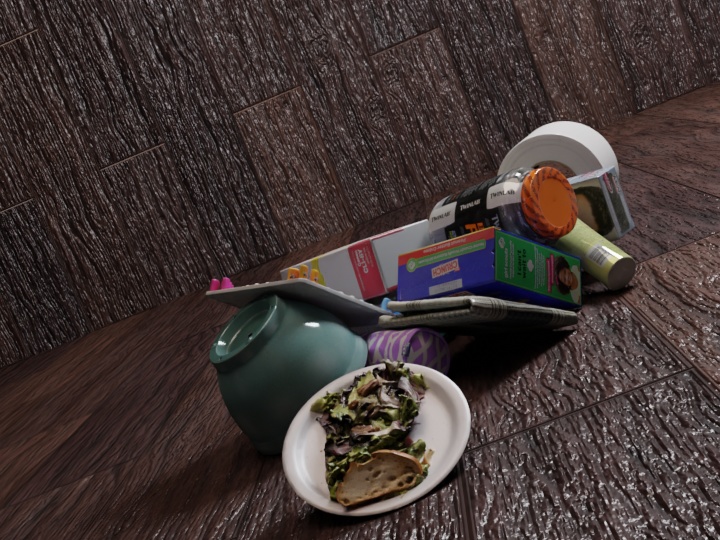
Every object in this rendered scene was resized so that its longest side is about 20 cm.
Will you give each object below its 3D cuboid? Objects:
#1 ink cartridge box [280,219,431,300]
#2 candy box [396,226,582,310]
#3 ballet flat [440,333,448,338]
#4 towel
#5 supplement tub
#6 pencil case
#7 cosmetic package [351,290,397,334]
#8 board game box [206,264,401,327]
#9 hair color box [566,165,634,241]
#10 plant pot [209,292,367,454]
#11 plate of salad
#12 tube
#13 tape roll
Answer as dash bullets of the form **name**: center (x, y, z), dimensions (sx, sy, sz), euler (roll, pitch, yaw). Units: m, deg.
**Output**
- **ink cartridge box**: center (0.000, 0.000, 1.564), dimensions (0.199, 0.084, 0.145), euler (-18, 2, 42)
- **candy box**: center (0.173, 0.013, 1.406), dimensions (0.168, 0.078, 0.199), euler (-15, -19, 42)
- **ballet flat**: center (0.112, 0.063, 1.555), dimensions (0.200, 0.068, 0.067), euler (-51, -7, -29)
- **towel**: center (0.147, 0.058, 1.352), dimensions (0.191, 0.035, 0.199), euler (7, -12, -36)
- **supplement tub**: center (0.200, -0.071, 1.480), dimensions (0.122, 0.123, 0.199), euler (-29, 5, -40)
- **pencil case**: center (0.034, 0.123, 1.385), dimensions (0.083, 0.086, 0.199), euler (17, -15, -31)
- **cosmetic package**: center (0.010, 0.092, 1.608), dimensions (0.199, 0.086, 0.107), euler (-27, 12, -23)
- **board game box**: center (-0.074, 0.041, 1.423), dimensions (0.199, 0.026, 0.199), euler (-8, -22, 44)
- **hair color box**: center (0.307, -0.082, 1.606), dimensions (0.199, 0.100, 0.060), euler (-15, 10, 43)
- **plant pot**: center (-0.108, 0.115, 1.350), dimensions (0.200, 0.134, 0.201), euler (-36, 23, 18)
- **plate of salad**: center (0.012, 0.159, 1.060), dimensions (0.198, 0.048, 0.201), euler (-13, 37, 10)
- **tube**: center (0.306, -0.041, 1.483), dimensions (0.058, 0.052, 0.200), euler (13, 20, -37)
- **tape roll**: center (0.355, -0.157, 1.885), dimensions (0.201, 0.204, 0.139), euler (-18, 8, 25)
